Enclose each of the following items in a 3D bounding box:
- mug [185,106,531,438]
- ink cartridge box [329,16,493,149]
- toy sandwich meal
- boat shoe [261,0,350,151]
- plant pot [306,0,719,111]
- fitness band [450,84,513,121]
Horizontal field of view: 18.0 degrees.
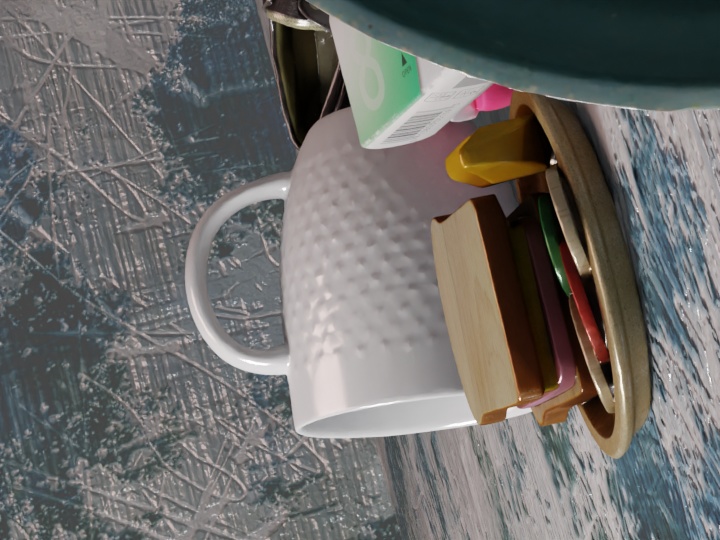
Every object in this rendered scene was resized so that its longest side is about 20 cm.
[{"bbox_3d":[0.000,0.000,1.299,0.148,0.200,0.176,107,156,-77],"label":"mug"},{"bbox_3d":[0.021,-0.180,1.138,0.161,0.050,0.200,142,114,-65],"label":"ink cartridge box"},{"bbox_3d":[0.081,0.005,1.101,0.205,0.070,0.205,166,90,-86],"label":"toy sandwich meal"},{"bbox_3d":[-0.023,-0.157,1.316,0.073,0.065,0.200,17,130,38],"label":"boat shoe"},{"bbox_3d":[0.053,-0.143,0.330,0.134,0.200,0.201,-61,-36,-55],"label":"plant pot"},{"bbox_3d":[0.043,-0.167,1.258,0.200,0.037,0.144,-114,11,-61],"label":"fitness band"}]
